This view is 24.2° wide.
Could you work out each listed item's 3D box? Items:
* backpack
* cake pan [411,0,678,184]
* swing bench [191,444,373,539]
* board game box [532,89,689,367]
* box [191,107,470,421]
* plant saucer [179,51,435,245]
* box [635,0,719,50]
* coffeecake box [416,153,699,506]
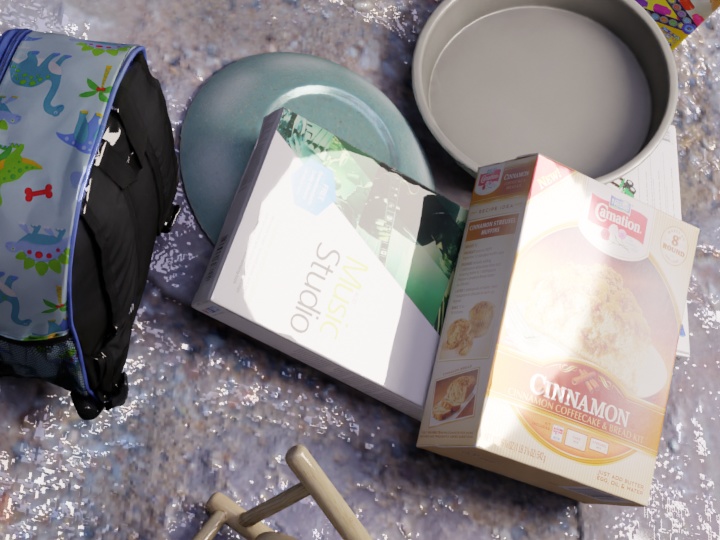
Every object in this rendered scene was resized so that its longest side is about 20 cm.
[{"bbox_3d":[-0.193,-0.041,0.994,0.146,0.200,0.184,12,62,2],"label":"backpack"},{"bbox_3d":[0.137,-0.138,1.263,0.199,0.037,0.202,1,64,-1],"label":"cake pan"},{"bbox_3d":[-0.046,0.250,0.975,0.200,0.130,0.199,45,55,-7],"label":"swing bench"},{"bbox_3d":[0.184,-0.032,1.275,0.125,0.035,0.201,13,62,-19],"label":"board game box"},{"bbox_3d":[0.000,0.000,1.135,0.199,0.036,0.145,28,71,-23],"label":"box"},{"bbox_3d":[-0.028,-0.075,1.189,0.200,0.039,0.202,11,63,-22],"label":"plant saucer"},{"bbox_3d":[0.278,-0.317,1.363,0.122,0.193,0.201,33,56,-8],"label":"box"},{"bbox_3d":[0.137,0.043,1.145,0.153,0.073,0.201,21,74,-29],"label":"coffeecake box"}]
